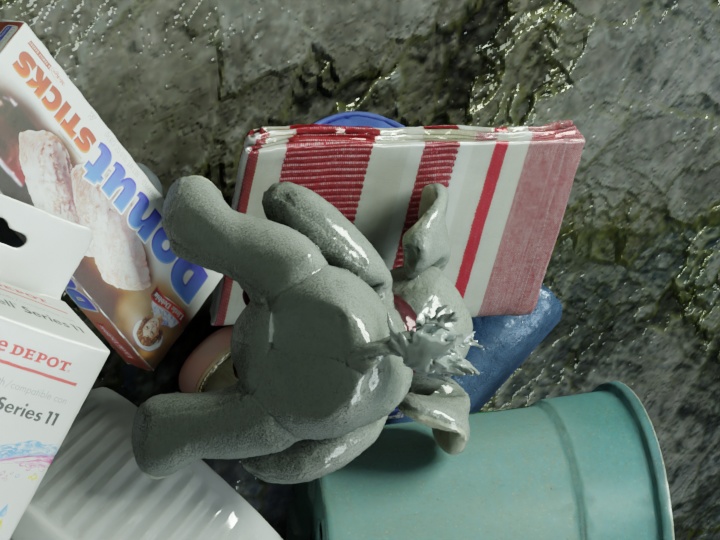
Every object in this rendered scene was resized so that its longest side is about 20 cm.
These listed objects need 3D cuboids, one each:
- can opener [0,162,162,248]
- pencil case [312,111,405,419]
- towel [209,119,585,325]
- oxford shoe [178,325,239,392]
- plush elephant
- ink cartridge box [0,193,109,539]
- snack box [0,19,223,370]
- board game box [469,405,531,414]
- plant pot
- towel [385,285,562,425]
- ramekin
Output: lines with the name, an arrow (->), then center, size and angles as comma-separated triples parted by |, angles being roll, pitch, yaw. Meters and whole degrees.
can opener -> -0.187, 0.005, 1.255 | 0.200, 0.067, 0.053 | -24, 137, -27
pencil case -> 0.000, 0.000, 1.416 | 0.087, 0.078, 0.200 | -36, 141, -27
towel -> 0.020, -0.025, 1.331 | 0.200, 0.023, 0.144 | -2, 133, -17
oxford shoe -> -0.048, 0.102, 1.458 | 0.071, 0.074, 0.200 | -48, 153, 1
plush elephant -> -0.006, 0.033, 1.274 | 0.155, 0.200, 0.165 | -5, 97, -67
ink cartridge box -> -0.209, 0.061, 1.172 | 0.117, 0.067, 0.200 | 21, 102, -38
snack box -> -0.149, -0.037, 1.231 | 0.072, 0.024, 0.200 | -55, 131, -24
board game box -> 0.095, 0.185, 1.503 | 0.105, 0.023, 0.200 | -8, 111, -22
plant pot -> 0.062, 0.167, 1.376 | 0.196, 0.200, 0.200 | -1, 129, -10
towel -> 0.051, 0.083, 1.521 | 0.200, 0.049, 0.112 | -47, 173, -4
ramekin -> -0.128, 0.158, 1.352 | 0.105, 0.200, 0.200 | -49, 144, -12
